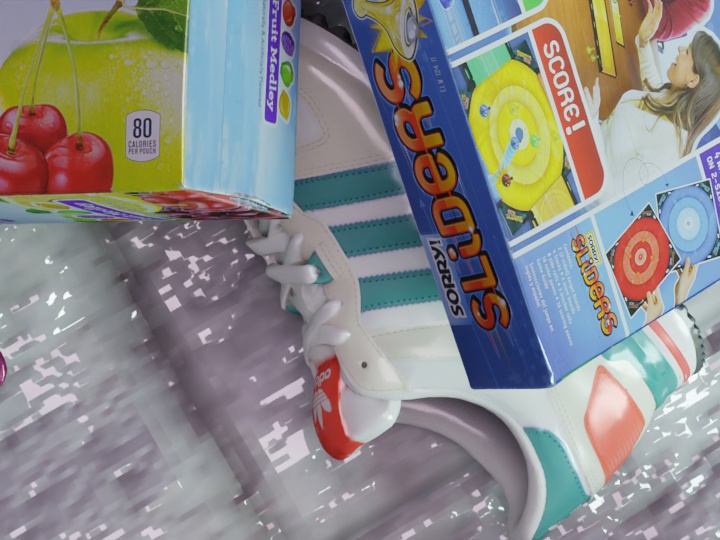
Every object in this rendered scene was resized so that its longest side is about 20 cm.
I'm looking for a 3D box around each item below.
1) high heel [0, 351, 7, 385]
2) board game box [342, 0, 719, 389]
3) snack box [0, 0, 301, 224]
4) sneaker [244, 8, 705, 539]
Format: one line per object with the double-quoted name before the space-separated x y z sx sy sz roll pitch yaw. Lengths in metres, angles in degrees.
"high heel" -0.192 0.025 0.680 0.199 0.096 0.068 -19 118 -41
"board game box" 0.055 -0.086 0.718 0.135 0.034 0.201 -27 105 -38
"snack box" -0.115 -0.098 0.731 0.199 0.068 0.170 0 84 26
"sneaker" 0.000 0.000 0.774 0.199 0.070 0.094 37 76 -3
